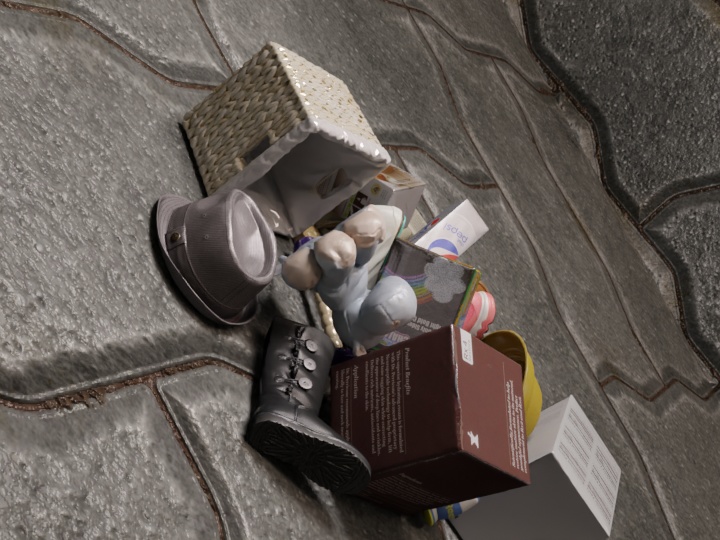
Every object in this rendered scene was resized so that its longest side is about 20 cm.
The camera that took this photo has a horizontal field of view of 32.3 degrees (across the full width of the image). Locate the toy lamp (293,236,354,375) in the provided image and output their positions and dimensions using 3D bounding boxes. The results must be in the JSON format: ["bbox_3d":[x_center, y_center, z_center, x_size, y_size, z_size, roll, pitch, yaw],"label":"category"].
[{"bbox_3d":[-0.053,0.043,1.704,0.058,0.058,0.202,27,37,-49],"label":"toy lamp"}]

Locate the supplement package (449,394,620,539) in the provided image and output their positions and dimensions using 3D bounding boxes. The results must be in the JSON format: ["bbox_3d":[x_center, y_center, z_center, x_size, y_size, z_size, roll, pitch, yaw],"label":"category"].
[{"bbox_3d":[0.251,0.316,1.785,0.148,0.190,0.200,55,24,-5],"label":"supplement package"}]

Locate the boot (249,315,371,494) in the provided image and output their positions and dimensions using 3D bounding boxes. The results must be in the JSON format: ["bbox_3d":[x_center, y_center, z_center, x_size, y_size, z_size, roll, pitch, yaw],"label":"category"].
[{"bbox_3d":[-0.054,0.160,1.518,0.164,0.066,0.201,34,27,-18],"label":"boot"}]

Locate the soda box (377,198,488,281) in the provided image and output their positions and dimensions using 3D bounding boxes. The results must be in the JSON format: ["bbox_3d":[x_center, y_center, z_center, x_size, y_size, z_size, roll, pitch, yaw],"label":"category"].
[{"bbox_3d":[0.105,-0.026,1.943,0.200,0.068,0.064,-40,99,-24],"label":"soda box"}]

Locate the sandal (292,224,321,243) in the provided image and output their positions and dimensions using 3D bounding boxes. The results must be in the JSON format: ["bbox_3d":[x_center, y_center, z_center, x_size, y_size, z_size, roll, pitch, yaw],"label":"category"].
[{"bbox_3d":[-0.024,-0.003,1.801,0.213,0.069,0.078,58,23,2],"label":"sandal"}]

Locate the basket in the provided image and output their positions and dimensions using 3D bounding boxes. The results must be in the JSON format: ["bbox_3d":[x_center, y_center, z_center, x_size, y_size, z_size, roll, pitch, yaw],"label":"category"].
[{"bbox_3d":[-0.102,-0.175,1.705,0.199,0.198,0.162,19,41,-54],"label":"basket"}]

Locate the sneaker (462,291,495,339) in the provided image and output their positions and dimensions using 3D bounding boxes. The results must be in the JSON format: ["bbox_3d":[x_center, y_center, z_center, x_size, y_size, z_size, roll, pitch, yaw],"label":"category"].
[{"bbox_3d":[0.114,0.108,1.814,0.086,0.202,0.074,24,9,-24],"label":"sneaker"}]

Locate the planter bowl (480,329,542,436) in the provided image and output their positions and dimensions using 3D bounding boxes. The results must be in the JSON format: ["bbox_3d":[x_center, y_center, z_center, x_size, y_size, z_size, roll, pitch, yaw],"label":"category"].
[{"bbox_3d":[0.199,0.193,1.769,0.083,0.200,0.201,30,32,-23],"label":"planter bowl"}]

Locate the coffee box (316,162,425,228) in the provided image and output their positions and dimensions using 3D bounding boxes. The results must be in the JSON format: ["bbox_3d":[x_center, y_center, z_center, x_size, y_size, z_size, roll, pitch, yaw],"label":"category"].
[{"bbox_3d":[-0.019,-0.137,1.846,0.199,0.080,0.114,31,21,20],"label":"coffee box"}]

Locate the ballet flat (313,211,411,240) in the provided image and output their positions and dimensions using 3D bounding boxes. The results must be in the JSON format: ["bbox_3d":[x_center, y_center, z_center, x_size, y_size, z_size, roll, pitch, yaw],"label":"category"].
[{"bbox_3d":[-0.004,-0.056,1.909,0.198,0.067,0.063,16,54,-34],"label":"ballet flat"}]

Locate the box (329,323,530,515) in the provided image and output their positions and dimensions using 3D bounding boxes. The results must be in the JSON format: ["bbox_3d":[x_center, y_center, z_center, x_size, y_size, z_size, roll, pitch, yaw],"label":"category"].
[{"bbox_3d":[0.084,0.194,1.562,0.164,0.199,0.168,32,48,-45],"label":"box"}]

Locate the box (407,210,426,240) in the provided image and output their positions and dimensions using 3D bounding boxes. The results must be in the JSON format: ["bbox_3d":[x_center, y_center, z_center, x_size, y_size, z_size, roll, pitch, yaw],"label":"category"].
[{"bbox_3d":[0.033,-0.098,2.021,0.201,0.077,0.095,54,20,-7],"label":"box"}]

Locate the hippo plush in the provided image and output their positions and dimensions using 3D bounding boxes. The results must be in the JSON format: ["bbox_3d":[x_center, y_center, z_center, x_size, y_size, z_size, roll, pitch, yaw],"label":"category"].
[{"bbox_3d":[-0.021,0.032,1.580,0.162,0.199,0.159,59,27,-5],"label":"hippo plush"}]

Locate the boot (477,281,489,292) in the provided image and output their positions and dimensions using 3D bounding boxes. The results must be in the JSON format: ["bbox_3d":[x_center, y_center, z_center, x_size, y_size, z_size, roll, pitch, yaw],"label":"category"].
[{"bbox_3d":[0.167,0.075,2.085,0.200,0.076,0.157,52,28,-46],"label":"boot"}]

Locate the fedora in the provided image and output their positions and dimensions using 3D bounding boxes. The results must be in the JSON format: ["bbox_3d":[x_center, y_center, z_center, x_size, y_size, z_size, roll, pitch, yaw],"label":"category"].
[{"bbox_3d":[-0.164,-0.033,1.533,0.177,0.090,0.201,40,28,-35],"label":"fedora"}]

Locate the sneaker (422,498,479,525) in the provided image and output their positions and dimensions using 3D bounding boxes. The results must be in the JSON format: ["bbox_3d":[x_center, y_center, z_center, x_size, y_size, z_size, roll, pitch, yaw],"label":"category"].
[{"bbox_3d":[0.106,0.248,1.701,0.074,0.081,0.202,77,0,-58],"label":"sneaker"}]

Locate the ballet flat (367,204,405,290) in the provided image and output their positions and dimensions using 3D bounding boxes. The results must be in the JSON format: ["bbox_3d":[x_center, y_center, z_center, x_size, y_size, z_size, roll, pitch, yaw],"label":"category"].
[{"bbox_3d":[0.000,0.000,1.745,0.069,0.202,0.069,21,1,0],"label":"ballet flat"}]

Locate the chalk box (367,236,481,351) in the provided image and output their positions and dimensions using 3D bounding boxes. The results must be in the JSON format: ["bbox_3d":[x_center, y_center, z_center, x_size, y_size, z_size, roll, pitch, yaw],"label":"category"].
[{"bbox_3d":[0.075,0.072,1.719,0.123,0.202,0.124,22,1,10],"label":"chalk box"}]
